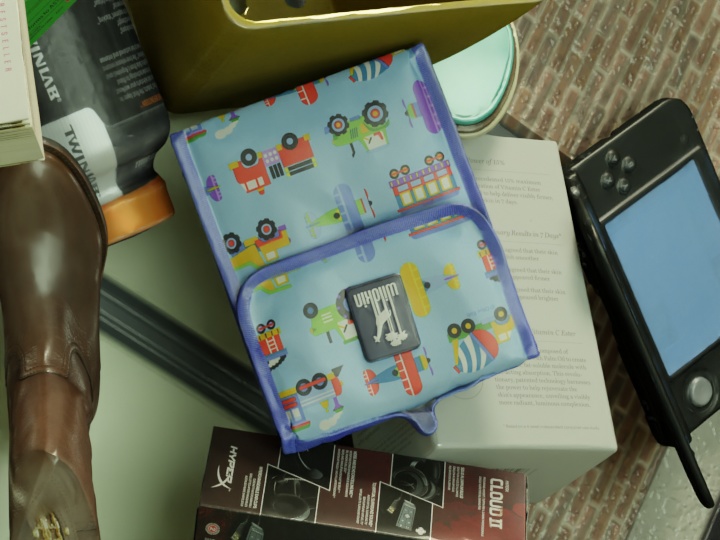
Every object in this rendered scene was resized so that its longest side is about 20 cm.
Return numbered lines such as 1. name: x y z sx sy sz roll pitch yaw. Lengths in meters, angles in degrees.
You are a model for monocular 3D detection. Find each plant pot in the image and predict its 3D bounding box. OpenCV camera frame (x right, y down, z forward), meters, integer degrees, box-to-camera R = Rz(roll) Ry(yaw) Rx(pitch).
1. plant pot: -0.043 -0.192 1.447 0.199 0.176 0.201 -8 70 -29

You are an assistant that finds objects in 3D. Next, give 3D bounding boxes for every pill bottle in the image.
1. pill bottle: -0.172 -0.109 1.426 0.106 0.106 0.201 -25 96 -28

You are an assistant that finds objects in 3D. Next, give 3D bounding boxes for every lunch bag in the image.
1. lunch bag: 0.000 0.000 1.413 0.150 0.094 0.201 -20 78 -3

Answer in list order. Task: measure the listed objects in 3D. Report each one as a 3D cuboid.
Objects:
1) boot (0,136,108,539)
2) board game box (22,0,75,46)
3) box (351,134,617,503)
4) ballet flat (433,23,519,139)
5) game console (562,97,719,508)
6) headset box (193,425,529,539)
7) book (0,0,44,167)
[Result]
1. boot: -0.163 0.053 1.323 0.064 0.200 0.187 -7 120 1
2. board game box: -0.232 -0.198 1.351 0.153 0.040 0.200 -45 71 1
3. box: 0.059 0.028 1.508 0.124 0.097 0.201 3 65 -27
4. ballet flat: 0.059 -0.148 1.549 0.069 0.069 0.201 21 52 -25
5. game console: 0.205 0.016 1.591 0.176 0.116 0.201 -35 111 -27
6. headset box: 0.003 0.180 1.424 0.199 0.077 0.149 10 124 -1
7. book: -0.265 -0.107 1.272 0.199 0.048 0.134 -10 68 -2
